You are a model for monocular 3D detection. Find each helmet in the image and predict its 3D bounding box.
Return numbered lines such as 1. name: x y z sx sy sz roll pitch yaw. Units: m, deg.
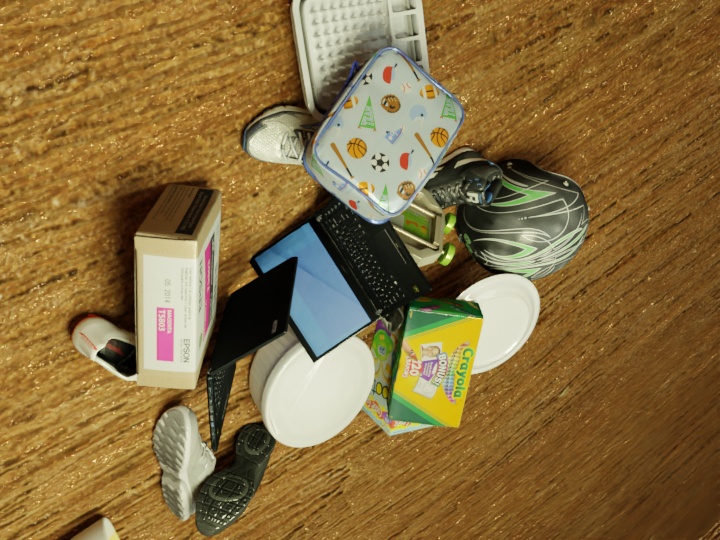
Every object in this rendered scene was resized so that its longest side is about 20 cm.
1. helmet: 0.274 -0.077 1.281 0.198 0.190 0.202 -20 126 -29

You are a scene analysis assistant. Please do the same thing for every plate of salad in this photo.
1. plate of salad: 0.208 0.086 1.277 0.198 0.048 0.202 -13 127 -18

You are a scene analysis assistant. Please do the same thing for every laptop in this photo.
1. laptop: -0.032 0.004 1.047 0.103 0.200 0.178 -34 91 -36
2. laptop: -0.141 0.108 1.029 0.102 0.178 0.202 3 122 -1

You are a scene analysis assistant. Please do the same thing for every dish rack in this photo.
1. dish rack: -0.003 -0.293 1.011 0.198 0.043 0.174 -19 111 -30

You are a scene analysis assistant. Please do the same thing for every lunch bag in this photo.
1. lunch bag: 0.028 -0.174 0.968 0.160 0.076 0.201 36 74 -8

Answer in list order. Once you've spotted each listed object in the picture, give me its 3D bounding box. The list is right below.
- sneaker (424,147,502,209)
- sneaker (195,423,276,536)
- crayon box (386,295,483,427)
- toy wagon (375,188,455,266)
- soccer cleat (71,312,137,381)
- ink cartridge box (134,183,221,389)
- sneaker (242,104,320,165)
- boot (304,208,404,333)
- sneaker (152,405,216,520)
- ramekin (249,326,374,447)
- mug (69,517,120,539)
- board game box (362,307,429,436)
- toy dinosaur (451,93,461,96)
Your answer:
1. sneaker: 0.138 -0.121 1.200 0.199 0.112 0.074 -35 131 -19
2. sneaker: -0.187 0.333 1.181 0.200 0.075 0.092 -53 160 -50
3. crayon box: 0.114 0.144 1.213 0.117 0.058 0.203 7 113 -4
4. toy wagon: 0.066 -0.090 1.123 0.154 0.201 0.040 26 131 -15
5. soccer cleat: -0.287 0.119 1.009 0.069 0.085 0.200 -54 135 0
6. ink cartridge box: -0.221 0.017 0.944 0.074 0.165 0.202 6 116 -4
7. sneaker: -0.055 -0.170 1.016 0.197 0.085 0.078 -5 119 -20
8. boot: 0.000 0.000 1.144 0.068 0.130 0.201 -42 134 -11
9. sneaker: -0.257 0.275 1.151 0.082 0.074 0.202 -30 137 -43
10. ramekin: -0.083 0.165 1.199 0.201 0.094 0.205 -20 127 -30
11. mug: -0.399 0.468 1.088 0.152 0.149 0.188 -24 122 -17
12. board game box: 0.081 0.165 1.327 0.102 0.105 0.202 -4 116 -37
13. toy dinosaur: 0.079 -0.216 1.107 0.106 0.061 0.200 -32 174 -1
